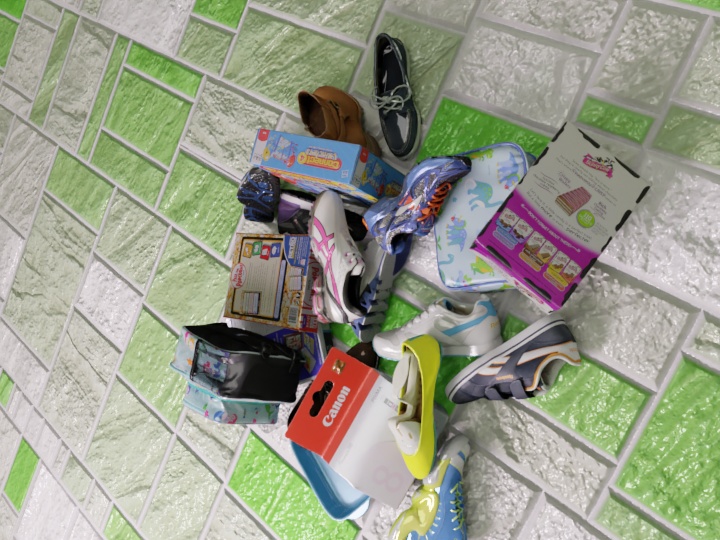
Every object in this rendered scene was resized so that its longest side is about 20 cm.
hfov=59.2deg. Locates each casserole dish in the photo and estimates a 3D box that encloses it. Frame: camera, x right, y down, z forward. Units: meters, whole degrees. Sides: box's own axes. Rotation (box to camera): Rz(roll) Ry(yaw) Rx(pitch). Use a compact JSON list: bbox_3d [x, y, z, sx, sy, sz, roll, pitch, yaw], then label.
[{"bbox_3d":[-0.040,0.307,1.040,0.121,0.039,0.201,-45,64,20],"label":"casserole dish"}]

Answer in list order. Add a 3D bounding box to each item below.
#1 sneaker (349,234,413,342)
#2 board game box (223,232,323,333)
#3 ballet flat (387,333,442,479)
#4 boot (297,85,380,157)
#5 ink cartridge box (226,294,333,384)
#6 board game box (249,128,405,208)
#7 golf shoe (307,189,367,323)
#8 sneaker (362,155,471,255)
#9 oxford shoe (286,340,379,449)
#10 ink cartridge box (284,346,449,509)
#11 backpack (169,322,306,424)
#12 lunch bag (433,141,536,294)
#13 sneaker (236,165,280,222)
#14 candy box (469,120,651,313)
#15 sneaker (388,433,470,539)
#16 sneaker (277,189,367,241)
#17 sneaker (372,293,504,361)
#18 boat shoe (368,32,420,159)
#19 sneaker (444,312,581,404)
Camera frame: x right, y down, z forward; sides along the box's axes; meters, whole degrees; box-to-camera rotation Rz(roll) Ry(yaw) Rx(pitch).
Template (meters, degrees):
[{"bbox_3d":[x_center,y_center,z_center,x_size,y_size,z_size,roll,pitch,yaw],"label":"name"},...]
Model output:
[{"bbox_3d":[0.000,0.001,1.021,0.114,0.080,0.203,26,101,30],"label":"sneaker"},{"bbox_3d":[-0.146,0.016,1.071,0.197,0.046,0.155,5,85,41],"label":"board game box"},{"bbox_3d":[0.070,0.189,0.878,0.066,0.066,0.204,9,94,51],"label":"ballet flat"},{"bbox_3d":[-0.056,-0.260,1.037,0.074,0.154,0.201,-48,59,18],"label":"boot"},{"bbox_3d":[-0.142,0.108,1.123,0.197,0.043,0.202,-20,74,29],"label":"ink cartridge box"},{"bbox_3d":[-0.037,-0.150,0.990,0.197,0.195,0.057,17,89,33],"label":"board game box"},{"bbox_3d":[-0.027,-0.022,0.963,0.091,0.072,0.205,-4,91,33],"label":"golf shoe"},{"bbox_3d":[0.088,-0.091,0.893,0.200,0.074,0.080,-41,67,42],"label":"sneaker"},{"bbox_3d":[-0.040,0.187,0.998,0.072,0.085,0.201,29,72,30],"label":"oxford shoe"},{"bbox_3d":[0.008,0.234,0.939,0.198,0.057,0.164,29,95,-12],"label":"ink cartridge box"},{"bbox_3d":[-0.210,0.163,1.034,0.198,0.176,0.153,21,91,37],"label":"backpack"},{"bbox_3d":[0.186,-0.071,0.906,0.158,0.082,0.204,-11,79,32],"label":"lunch bag"},{"bbox_3d":[-0.176,-0.149,1.104,0.200,0.074,0.079,134,140,-70],"label":"sneaker"},{"bbox_3d":[0.252,-0.067,0.810,0.136,0.061,0.201,39,83,6],"label":"candy box"},{"bbox_3d":[0.127,0.340,0.920,0.104,0.076,0.202,32,103,12],"label":"sneaker"},{"bbox_3d":[-0.067,-0.070,1.086,0.198,0.075,0.089,27,109,39],"label":"sneaker"},{"bbox_3d":[0.108,0.084,0.936,0.196,0.076,0.082,-10,100,23],"label":"sneaker"},{"bbox_3d":[0.054,-0.283,1.026,0.074,0.061,0.205,-5,83,30],"label":"boat shoe"},{"bbox_3d":[0.208,0.145,0.871,0.199,0.078,0.080,-39,61,22],"label":"sneaker"}]
